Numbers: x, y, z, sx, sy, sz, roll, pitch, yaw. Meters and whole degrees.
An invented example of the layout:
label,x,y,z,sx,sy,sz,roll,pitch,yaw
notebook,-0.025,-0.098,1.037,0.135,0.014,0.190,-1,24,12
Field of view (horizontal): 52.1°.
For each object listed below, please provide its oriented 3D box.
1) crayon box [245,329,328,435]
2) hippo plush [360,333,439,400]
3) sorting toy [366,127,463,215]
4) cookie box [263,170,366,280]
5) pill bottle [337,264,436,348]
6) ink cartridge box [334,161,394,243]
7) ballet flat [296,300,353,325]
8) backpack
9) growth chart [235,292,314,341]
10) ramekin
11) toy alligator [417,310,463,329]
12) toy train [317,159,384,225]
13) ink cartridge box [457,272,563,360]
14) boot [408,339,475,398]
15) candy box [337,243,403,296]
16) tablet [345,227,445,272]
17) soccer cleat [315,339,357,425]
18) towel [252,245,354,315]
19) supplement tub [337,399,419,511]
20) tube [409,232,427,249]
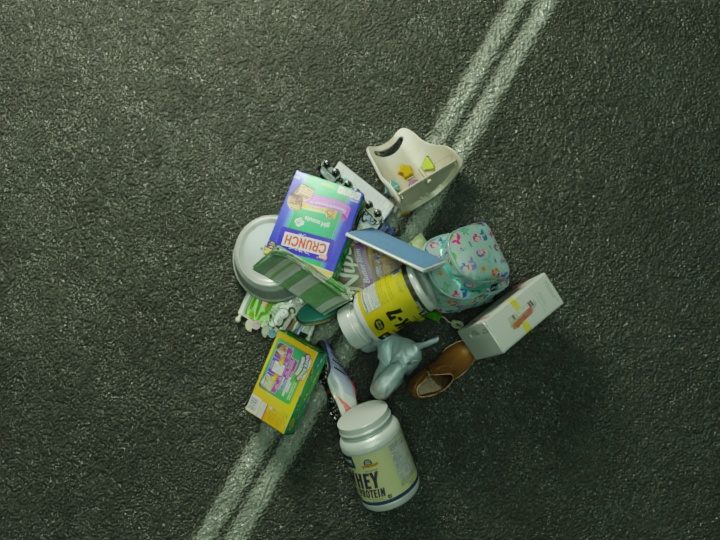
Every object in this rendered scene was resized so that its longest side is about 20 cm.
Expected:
label,x,y,z,sx,sy,sz,roll,pitch,yaw
crayon box,-0.168,0.253,1.679,0.117,0.058,0.204,25,92,25
hippo plush,0.049,0.181,1.661,0.161,0.201,0.159,44,64,10
sorting toy,0.107,-0.247,1.734,0.197,0.107,0.181,-31,72,-21
cookie box,-0.098,-0.092,1.618,0.167,0.075,0.205,18,78,11
pill bottle,0.055,0.077,1.571,0.197,0.114,0.116,-31,86,16
ink cartridge box,-0.011,-0.135,1.730,0.198,0.076,0.138,37,88,3
ballet flat,-0.057,0.081,1.714,0.197,0.071,0.072,-32,87,-12
backpack,0.224,-0.005,1.654,0.195,0.151,0.181,-16,69,-20
growth chart,-0.187,0.092,1.740,0.195,0.018,0.149,17,85,2
ramekin,-0.203,-0.034,1.700,0.196,0.094,0.209,0,79,0
toy alligator,0.152,0.084,1.731,0.195,0.060,0.055,18,45,0
toy train,-0.023,-0.172,1.678,0.200,0.034,0.046,44,91,2
ink cartridge box,0.335,0.107,1.657,0.198,0.145,0.084,-34,89,-22
boot,0.197,0.228,1.667,0.198,0.155,0.074,-37,87,-3
candy box,0.000,0.000,1.659,0.194,0.056,0.120,1,87,8
tablet,0.075,-0.045,1.564,0.197,0.129,0.014,25,109,23
soccer cleat,-0.052,0.257,1.715,0.072,0.068,0.205,-13,78,-30
towel,-0.125,0.025,1.582,0.197,0.152,0.024,32,60,-17
supplement tub,0.038,0.409,1.636,0.142,0.145,0.205,-22,103,-3
tube,0.183,0.008,1.741,0.200,0.058,0.052,47,122,5
